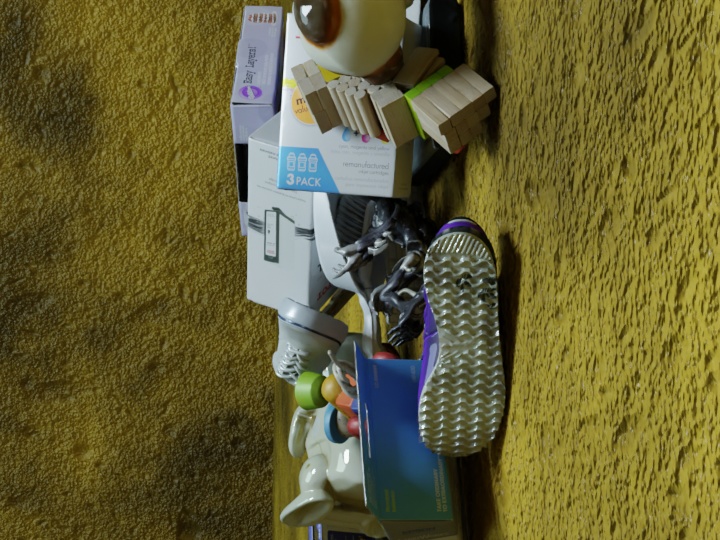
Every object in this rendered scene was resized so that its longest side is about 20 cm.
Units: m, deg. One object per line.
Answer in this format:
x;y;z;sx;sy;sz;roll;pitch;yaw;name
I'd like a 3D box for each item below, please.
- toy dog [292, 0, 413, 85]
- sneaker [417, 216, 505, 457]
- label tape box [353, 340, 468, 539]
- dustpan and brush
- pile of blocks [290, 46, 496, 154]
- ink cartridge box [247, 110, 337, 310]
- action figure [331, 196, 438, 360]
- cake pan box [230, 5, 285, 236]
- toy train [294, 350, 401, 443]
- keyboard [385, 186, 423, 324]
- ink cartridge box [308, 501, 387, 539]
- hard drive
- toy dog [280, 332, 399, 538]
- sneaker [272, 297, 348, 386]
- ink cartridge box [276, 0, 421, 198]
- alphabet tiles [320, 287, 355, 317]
0.022;-0.253;1.117;0.193;0.139;0.201;32;91;39;toy dog
0.084;0.049;1.100;0.100;0.069;0.202;-80;-7;-67;sneaker
0.047;0.160;1.164;0.200;0.063;0.146;68;-164;-62;label tape box
0.000;0.000;1.369;0.139;0.057;0.203;3;-89;-65;dustpan and brush
0.032;-0.143;1.163;0.082;0.199;0.062;-53;-39;-26;pile of blocks
-0.052;-0.073;1.446;0.146;0.084;0.202;-48;-31;-49;ink cartridge box
0.030;-0.004;1.291;0.119;0.102;0.201;39;-154;-42;action figure
-0.111;-0.166;1.520;0.201;0.052;0.186;-89;-3;-49;cake pan box
-0.018;0.117;1.313;0.200;0.115;0.085;45;-122;-43;toy train
0.045;-0.044;1.410;0.011;0.056;0.203;-7;82;41;keyboard
-0.023;0.310;1.621;0.200;0.037;0.096;28;-124;-62;ink cartridge box
0.065;-0.168;1.315;0.200;0.032;0.141;141;128;-80;hard drive
-0.013;0.165;1.494;0.195;0.138;0.202;114;156;-52;toy dog
-0.054;0.081;1.376;0.200;0.072;0.071;78;-145;-76;sneaker
-0.009;-0.171;1.240;0.068;0.114;0.203;-8;-78;-74;ink cartridge box
-0.009;0.018;1.559;0.167;0.006;0.200;-48;-4;-16;alphabet tiles
